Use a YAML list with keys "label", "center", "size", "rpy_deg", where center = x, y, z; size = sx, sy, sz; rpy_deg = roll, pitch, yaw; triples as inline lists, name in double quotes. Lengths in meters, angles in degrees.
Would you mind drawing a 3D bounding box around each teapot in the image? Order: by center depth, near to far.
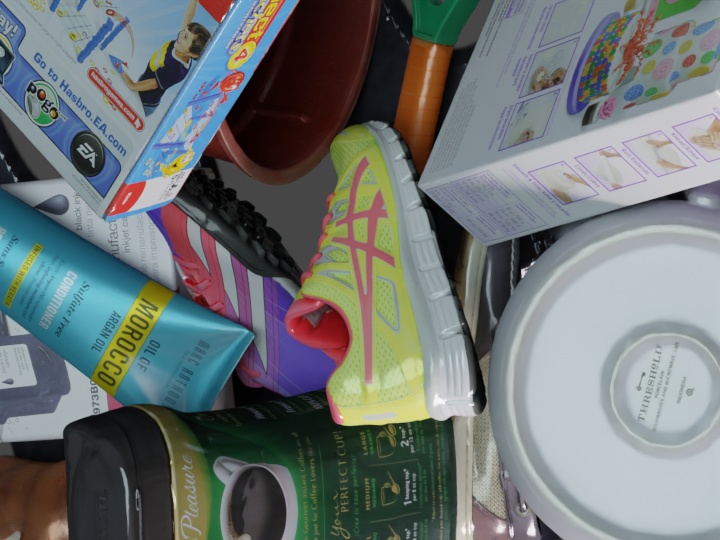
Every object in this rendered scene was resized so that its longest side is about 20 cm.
- label: "teapot"
  center: [0.161, 0.054, 1.200]
  size: [0.200, 0.146, 0.198]
  rpy_deg: [-35, 83, 10]

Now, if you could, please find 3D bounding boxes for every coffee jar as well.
- label: "coffee jar"
  center: [-0.053, 0.114, 1.209]
  size: [0.199, 0.085, 0.105]
  rpy_deg: [-5, 98, -26]

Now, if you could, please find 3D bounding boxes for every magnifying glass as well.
- label: "magnifying glass"
  center: [0.045, -0.145, 1.281]
  size: [0.080, 0.022, 0.201]
  rpy_deg: [26, 107, 46]

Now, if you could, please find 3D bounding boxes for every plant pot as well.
- label: "plant pot"
  center: [-0.117, -0.159, 1.263]
  size: [0.195, 0.201, 0.202]
  rpy_deg: [10, 96, 25]

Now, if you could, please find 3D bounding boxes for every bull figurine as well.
- label: "bull figurine"
  center: [-0.176, 0.148, 1.305]
  size: [0.065, 0.200, 0.122]
  rpy_deg: [33, 71, -27]

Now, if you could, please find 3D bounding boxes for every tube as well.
- label: "tube"
  center: [-0.156, 0.012, 1.265]
  size: [0.200, 0.050, 0.078]
  rpy_deg: [33, 110, 8]

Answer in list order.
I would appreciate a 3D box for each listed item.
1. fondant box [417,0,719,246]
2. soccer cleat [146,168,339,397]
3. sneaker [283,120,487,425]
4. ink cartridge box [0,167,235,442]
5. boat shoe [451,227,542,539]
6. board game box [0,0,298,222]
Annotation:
- label: "fondant box"
  center: [0.134, -0.101, 1.164]
  size: [0.058, 0.145, 0.200]
  rpy_deg: [41, 145, -26]
- label: "soccer cleat"
  center: [-0.058, 0.019, 1.272]
  size: [0.073, 0.068, 0.200]
  rpy_deg: [-42, 113, 11]
- label: "sneaker"
  center: [0.000, 0.000, 1.218]
  size: [0.090, 0.078, 0.200]
  rpy_deg: [-18, 45, 3]
- label: "ink cartridge box"
  center: [-0.182, 0.022, 1.337]
  size: [0.199, 0.084, 0.145]
  rpy_deg: [-5, 91, 17]
- label: "boat shoe"
  center: [0.078, 0.050, 1.270]
  size: [0.065, 0.072, 0.201]
  rpy_deg: [5, 89, 2]
- label: "board game box"
  center: [-0.123, -0.164, 1.124]
  size: [0.200, 0.056, 0.196]
  rpy_deg: [47, 122, 18]
